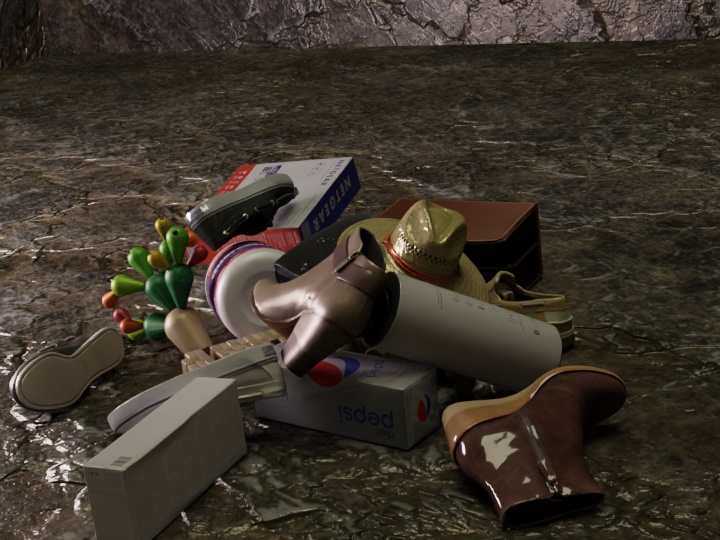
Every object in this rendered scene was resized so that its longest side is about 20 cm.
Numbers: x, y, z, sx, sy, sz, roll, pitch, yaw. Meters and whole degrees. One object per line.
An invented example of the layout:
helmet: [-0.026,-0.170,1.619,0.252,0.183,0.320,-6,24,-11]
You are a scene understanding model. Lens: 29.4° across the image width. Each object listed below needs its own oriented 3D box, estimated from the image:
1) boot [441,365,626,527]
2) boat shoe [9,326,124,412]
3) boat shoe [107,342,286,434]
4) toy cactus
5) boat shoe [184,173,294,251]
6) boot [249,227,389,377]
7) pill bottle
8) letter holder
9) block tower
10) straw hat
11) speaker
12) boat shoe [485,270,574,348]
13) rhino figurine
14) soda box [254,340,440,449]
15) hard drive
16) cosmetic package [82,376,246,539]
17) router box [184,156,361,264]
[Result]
boot: [0.186,0.166,1.265,0.199,0.073,0.166,-10,31,-17]
boat shoe: [-0.343,0.117,1.564,0.057,0.067,0.200,-15,8,26]
boat shoe: [-0.168,0.139,1.419,0.199,0.066,0.072,-23,-8,11]
toy cactus: [-0.226,0.039,1.654,0.102,0.200,0.165,-9,55,-49]
boat shoe: [-0.141,-0.069,1.708,0.069,0.057,0.200,-41,-9,35]
boot: [-0.037,0.016,1.408,0.070,0.146,0.200,32,14,-31]
pill bottle: [-0.127,0.023,1.656,0.112,0.113,0.200,-10,7,-12]
letter holder: [0.115,-0.021,1.762,0.199,0.101,0.142,3,23,27]
block tower: [-0.101,0.100,1.534,0.199,0.058,0.054,-14,20,-25]
straw hat: [0.075,-0.031,1.528,0.200,0.085,0.201,19,32,-13]
speaker: [0.103,0.065,1.398,0.199,0.082,0.081,18,8,-24]
boat shoe: [0.166,0.036,1.606,0.199,0.077,0.072,10,25,42]
rhino figurine: [0.031,0.094,1.494,0.199,0.060,0.087,2,17,11]
soda box: [-0.018,0.125,1.413,0.199,0.069,0.063,8,23,35]
hard drive: [0.000,0.000,1.563,0.134,0.042,0.200,28,31,20]
cosmetic package: [-0.180,0.177,1.290,0.050,0.083,0.200,0,19,26]
router box: [-0.117,-0.081,1.842,0.179,0.049,0.200,-3,30,25]
